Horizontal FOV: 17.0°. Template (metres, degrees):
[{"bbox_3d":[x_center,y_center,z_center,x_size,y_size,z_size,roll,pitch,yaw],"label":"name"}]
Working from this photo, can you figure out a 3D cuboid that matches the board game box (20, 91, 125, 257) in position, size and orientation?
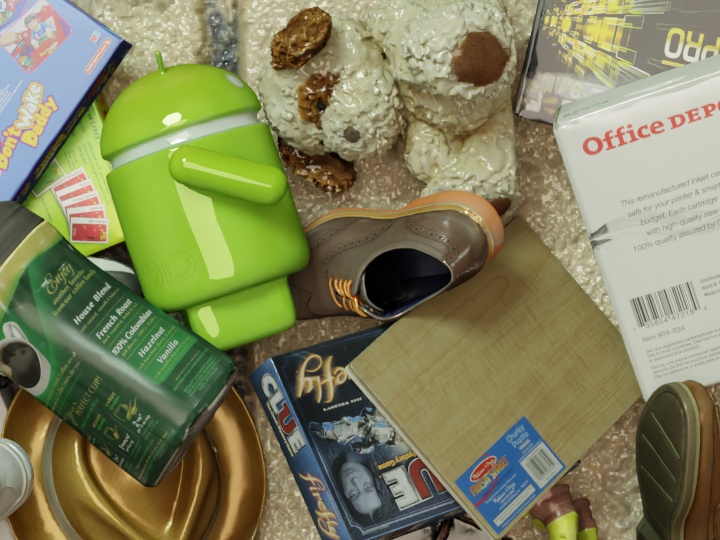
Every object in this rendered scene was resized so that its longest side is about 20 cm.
[{"bbox_3d":[-0.227,-0.101,1.683,0.101,0.048,0.201,-22,90,3],"label":"board game box"}]

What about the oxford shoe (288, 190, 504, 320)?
[{"bbox_3d":[0.000,0.000,1.619,0.200,0.073,0.071,-20,110,39],"label":"oxford shoe"}]

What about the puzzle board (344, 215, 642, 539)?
[{"bbox_3d":[0.097,0.071,1.622,0.151,0.017,0.200,50,52,0],"label":"puzzle board"}]

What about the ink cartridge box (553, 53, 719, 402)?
[{"bbox_3d":[0.227,-0.033,1.604,0.145,0.084,0.201,-17,102,10],"label":"ink cartridge box"}]

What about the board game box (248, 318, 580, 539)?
[{"bbox_3d":[0.039,0.100,1.604,0.199,0.035,0.136,-16,74,-36],"label":"board game box"}]

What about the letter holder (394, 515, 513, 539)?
[{"bbox_3d":[0.019,0.260,1.625,0.100,0.142,0.201,25,92,3],"label":"letter holder"}]

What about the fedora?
[{"bbox_3d":[-0.152,0.138,1.644,0.200,0.082,0.202,1,83,-11],"label":"fedora"}]

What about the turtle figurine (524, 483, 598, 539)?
[{"bbox_3d":[0.152,0.225,1.611,0.064,0.200,0.162,-32,64,26],"label":"turtle figurine"}]

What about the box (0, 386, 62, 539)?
[{"bbox_3d":[-0.321,0.170,1.696,0.199,0.041,0.156,-22,89,2],"label":"box"}]

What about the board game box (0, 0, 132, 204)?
[{"bbox_3d":[-0.268,-0.112,1.638,0.134,0.045,0.200,36,93,2],"label":"board game box"}]

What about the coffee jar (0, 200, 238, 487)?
[{"bbox_3d":[-0.184,0.045,1.565,0.200,0.104,0.085,37,53,1],"label":"coffee jar"}]

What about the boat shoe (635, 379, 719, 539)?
[{"bbox_3d":[0.227,0.149,1.618,0.068,0.072,0.201,-11,131,-14],"label":"boat shoe"}]

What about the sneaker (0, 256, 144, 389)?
[{"bbox_3d":[-0.240,0.049,1.648,0.199,0.074,0.080,-17,65,-5],"label":"sneaker"}]

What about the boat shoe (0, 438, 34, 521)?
[{"bbox_3d":[-0.308,0.184,1.626,0.200,0.068,0.072,-30,85,18],"label":"boat shoe"}]

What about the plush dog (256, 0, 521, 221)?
[{"bbox_3d":[0.015,-0.130,1.624,0.171,0.200,0.161,-6,49,0],"label":"plush dog"}]

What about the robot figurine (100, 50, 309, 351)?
[{"bbox_3d":[-0.105,-0.047,1.607,0.115,0.175,0.201,-18,89,-7],"label":"robot figurine"}]

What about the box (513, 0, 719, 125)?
[{"bbox_3d":[0.218,-0.163,1.655,0.199,0.049,0.162,14,95,3],"label":"box"}]
